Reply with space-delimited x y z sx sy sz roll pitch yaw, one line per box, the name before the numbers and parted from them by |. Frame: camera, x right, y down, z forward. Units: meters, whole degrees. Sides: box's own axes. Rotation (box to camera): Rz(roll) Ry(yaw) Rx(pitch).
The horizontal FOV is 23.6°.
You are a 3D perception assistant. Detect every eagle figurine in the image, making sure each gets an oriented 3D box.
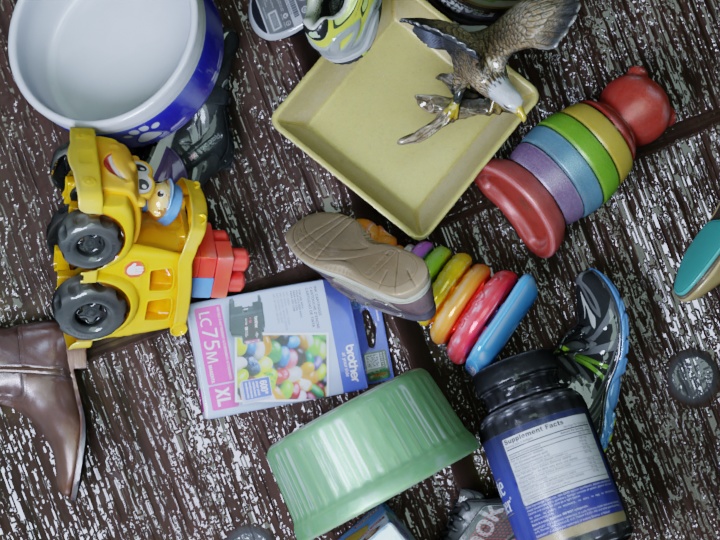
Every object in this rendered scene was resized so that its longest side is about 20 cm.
eagle figurine | 0.119 -0.206 1.630 0.151 0.200 0.152 25 61 11

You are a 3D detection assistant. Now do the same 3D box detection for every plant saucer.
plant saucer | 0.045 -0.161 1.754 0.200 0.048 0.200 39 84 4

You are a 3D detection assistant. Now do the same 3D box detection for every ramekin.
ramekin | 0.007 0.176 1.672 0.200 0.200 0.098 -27 84 -8

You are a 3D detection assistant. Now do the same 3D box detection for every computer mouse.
computer mouse | -0.022 -0.294 1.741 0.200 0.044 0.110 -24 73 18

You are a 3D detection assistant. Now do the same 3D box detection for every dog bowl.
dog bowl | -0.237 -0.223 1.676 0.200 0.079 0.200 -4 75 16

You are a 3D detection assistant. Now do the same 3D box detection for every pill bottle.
pill bottle | 0.182 0.184 1.682 0.112 0.112 0.200 -17 75 -8

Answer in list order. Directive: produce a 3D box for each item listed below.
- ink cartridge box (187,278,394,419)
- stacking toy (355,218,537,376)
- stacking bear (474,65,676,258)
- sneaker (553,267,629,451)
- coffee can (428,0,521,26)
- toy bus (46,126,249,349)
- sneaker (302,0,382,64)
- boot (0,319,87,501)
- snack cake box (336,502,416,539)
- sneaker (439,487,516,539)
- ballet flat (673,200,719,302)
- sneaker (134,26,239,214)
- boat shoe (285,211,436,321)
ink cartridge box | -0.070 0.074 1.743 0.200 0.042 0.120 -10 89 -9
stacking toy | 0.069 0.010 1.741 0.200 0.116 0.110 34 81 7
stacking bear | 0.232 -0.124 1.759 0.200 0.114 0.121 -40 93 -12
sneaker | 0.224 0.096 1.761 0.083 0.071 0.200 8 89 -13
coffee can | 0.137 -0.334 1.706 0.146 0.200 0.147 0 87 -7
toy bus | -0.202 -0.030 1.650 0.192 0.136 0.200 0 132 -12
sneaker | -0.004 -0.303 1.670 0.075 0.076 0.200 8 83 25
boot | -0.369 0.136 1.688 0.200 0.064 0.187 -1 74 -10
snack cake box | -0.029 0.323 1.686 0.200 0.115 0.067 -40 92 -1
sneaker | 0.107 0.276 1.739 0.200 0.071 0.098 -35 92 -9
ballet flat | 0.396 -0.048 1.795 0.063 0.069 0.200 28 85 -19
sneaker | -0.160 -0.145 1.736 0.087 0.076 0.200 29 86 -22
boat shoe | 0.000 0.000 1.697 0.072 0.200 0.065 -41 130 -23
